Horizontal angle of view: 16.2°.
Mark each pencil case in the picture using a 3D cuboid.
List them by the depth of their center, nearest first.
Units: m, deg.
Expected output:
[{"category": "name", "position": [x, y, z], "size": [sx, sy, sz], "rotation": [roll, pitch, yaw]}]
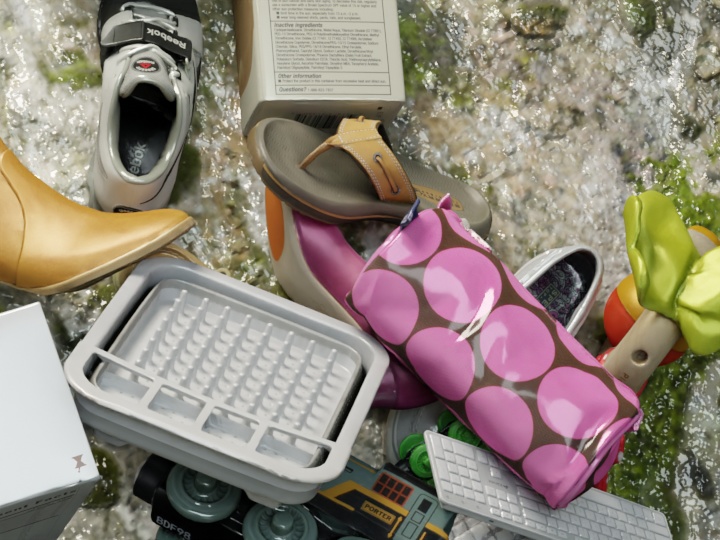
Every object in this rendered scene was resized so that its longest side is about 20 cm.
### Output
[{"category": "pencil case", "position": [0.086, 0.050, 1.563], "size": [0.094, 0.091, 0.200], "rotation": [-40, 80, -21]}]

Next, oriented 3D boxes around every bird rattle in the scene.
[{"category": "bird rattle", "position": [0.190, 0.047, 1.652], "size": [0.112, 0.163, 0.201], "rotation": [28, 113, 6]}]

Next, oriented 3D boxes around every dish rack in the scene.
[{"category": "dish rack", "position": [-0.080, 0.070, 1.511], "size": [0.171, 0.044, 0.200], "rotation": [21, 27, 3]}]

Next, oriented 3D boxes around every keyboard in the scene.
[{"category": "keyboard", "position": [0.122, 0.148, 1.576], "size": [0.199, 0.011, 0.057], "rotation": [21, 43, -32]}]

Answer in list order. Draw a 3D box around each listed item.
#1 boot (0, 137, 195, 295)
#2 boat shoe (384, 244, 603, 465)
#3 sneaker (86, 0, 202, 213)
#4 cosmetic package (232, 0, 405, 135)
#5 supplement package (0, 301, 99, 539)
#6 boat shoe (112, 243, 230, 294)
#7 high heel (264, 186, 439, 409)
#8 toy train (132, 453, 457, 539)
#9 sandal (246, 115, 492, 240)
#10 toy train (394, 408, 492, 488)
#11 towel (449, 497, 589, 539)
[{"category": "boot", "position": [-0.217, -0.049, 1.587], "size": [0.200, 0.071, 0.145], "rotation": [-21, 90, 6]}, {"category": "boat shoe", "position": [0.093, 0.059, 1.664], "size": [0.200, 0.069, 0.072], "rotation": [-42, 88, -21]}, {"category": "sneaker", "position": [-0.135, -0.129, 1.653], "size": [0.074, 0.089, 0.201], "rotation": [5, 71, -12]}, {"category": "cosmetic package", "position": [-0.033, -0.195, 1.708], "size": [0.105, 0.071, 0.201], "rotation": [1, 73, -14]}, {"category": "supplement package", "position": [-0.234, 0.108, 1.492], "size": [0.113, 0.200, 0.110], "rotation": [-17, 78, -19]}, {"category": "boat shoe", "position": [-0.080, 0.055, 1.623], "size": [0.073, 0.063, 0.200], "rotation": [-41, 87, -22]}, {"category": "high heel", "position": [0.000, 0.000, 1.649], "size": [0.095, 0.067, 0.201], "rotation": [-8, 58, -18]}, {"category": "toy train", "position": [-0.037, 0.151, 1.535], "size": [0.199, 0.085, 0.114], "rotation": [27, 49, 12]}, {"category": "sandal", "position": [0.013, -0.065, 1.650], "size": [0.199, 0.055, 0.082], "rotation": [17, 37, -31]}, {"category": "toy train", "position": [0.005, 0.159, 1.606], "size": [0.199, 0.042, 0.057], "rotation": [-34, 105, -5]}, {"category": "towel", "position": [0.085, 0.240, 1.601], "size": [0.199, 0.086, 0.166], "rotation": [-33, 80, -22]}]
